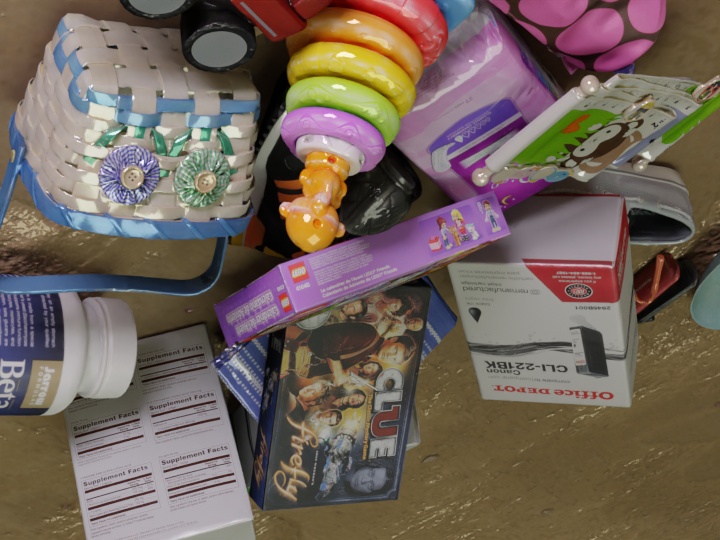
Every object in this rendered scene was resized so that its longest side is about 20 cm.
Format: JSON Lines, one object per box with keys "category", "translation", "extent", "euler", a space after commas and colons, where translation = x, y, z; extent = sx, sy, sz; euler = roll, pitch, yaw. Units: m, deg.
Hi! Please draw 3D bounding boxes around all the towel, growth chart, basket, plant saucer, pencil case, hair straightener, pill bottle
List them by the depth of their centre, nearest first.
{"category": "basket", "translation": [-0.161, -0.064, 0.929], "extent": [0.174, 0.140, 0.201], "euler": [-1, 134, -28]}
{"category": "pencil case", "translation": [0.130, -0.203, 0.933], "extent": [0.093, 0.092, 0.199], "euler": [-29, 145, 30]}
{"category": "growth chart", "translation": [0.185, -0.105, 1.019], "extent": [0.198, 0.018, 0.145], "euler": [-6, 153, -39]}
{"category": "pill bottle", "translation": [-0.283, 0.059, 1.075], "extent": [0.198, 0.112, 0.111], "euler": [4, 142, -33]}
{"category": "towel", "translation": [-0.019, 0.061, 1.186], "extent": [0.200, 0.024, 0.145], "euler": [-43, 120, -8]}
{"category": "plant saucer", "translation": [0.431, -0.010, 1.426], "extent": [0.199, 0.039, 0.202], "euler": [-15, 149, -9]}
{"category": "hair straightener", "translation": [0.286, 0.058, 1.445], "extent": [0.076, 0.041, 0.200], "euler": [10, 132, -40]}

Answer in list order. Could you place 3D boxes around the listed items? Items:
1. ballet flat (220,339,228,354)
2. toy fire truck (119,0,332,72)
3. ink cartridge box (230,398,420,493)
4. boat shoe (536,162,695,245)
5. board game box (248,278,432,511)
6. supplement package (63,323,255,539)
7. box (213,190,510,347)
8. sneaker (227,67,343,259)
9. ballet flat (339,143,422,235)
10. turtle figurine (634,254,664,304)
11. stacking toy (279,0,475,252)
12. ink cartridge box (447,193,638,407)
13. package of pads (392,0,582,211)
{"category": "ballet flat", "translation": [-0.036, 0.064, 1.271], "extent": [0.198, 0.071, 0.071], "euler": [-11, 147, -14]}
{"category": "toy fire truck", "translation": [-0.053, -0.234, 0.774], "extent": [0.198, 0.130, 0.176], "euler": [-21, 150, 21]}
{"category": "ink cartridge box", "translation": [-0.041, 0.155, 1.320], "extent": [0.145, 0.084, 0.200], "euler": [-8, 166, -17]}
{"category": "boat shoe", "translation": [0.218, -0.054, 1.212], "extent": [0.199, 0.072, 0.070], "euler": [1, 144, -27]}
{"category": "board game box", "translation": [-0.017, 0.103, 1.167], "extent": [0.134, 0.035, 0.202], "euler": [0, 107, -27]}
{"category": "supplement package", "translation": [-0.182, 0.195, 1.251], "extent": [0.145, 0.202, 0.192], "euler": [-13, 147, -9]}
{"category": "box", "translation": [0.000, 0.000, 1.050], "extent": [0.198, 0.039, 0.137], "euler": [-20, 175, -29]}
{"category": "sneaker", "translation": [-0.038, -0.075, 1.019], "extent": [0.089, 0.071, 0.201], "euler": [19, 145, -6]}
{"category": "ballet flat", "translation": [0.010, -0.067, 1.022], "extent": [0.057, 0.067, 0.200], "euler": [-41, -177, 8]}
{"category": "turtle figurine", "translation": [0.204, 0.024, 1.332], "extent": [0.159, 0.065, 0.200], "euler": [-1, 155, -13]}
{"category": "stacking toy", "translation": [-0.010, -0.103, 0.875], "extent": [0.115, 0.202, 0.110], "euler": [21, 160, -19]}
{"category": "ink cartridge box", "translation": [0.166, 0.029, 1.201], "extent": [0.143, 0.084, 0.201], "euler": [2, 141, 18]}
{"category": "package of pads", "translation": [0.087, -0.122, 1.038], "extent": [0.120, 0.076, 0.200], "euler": [-28, 147, 18]}
